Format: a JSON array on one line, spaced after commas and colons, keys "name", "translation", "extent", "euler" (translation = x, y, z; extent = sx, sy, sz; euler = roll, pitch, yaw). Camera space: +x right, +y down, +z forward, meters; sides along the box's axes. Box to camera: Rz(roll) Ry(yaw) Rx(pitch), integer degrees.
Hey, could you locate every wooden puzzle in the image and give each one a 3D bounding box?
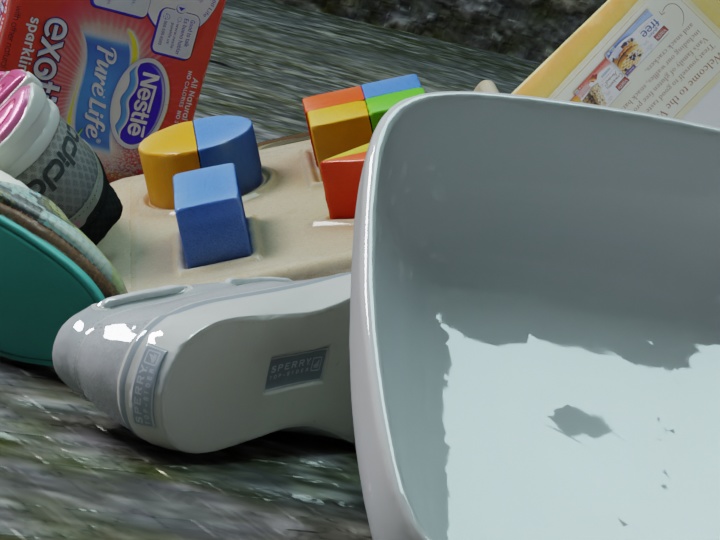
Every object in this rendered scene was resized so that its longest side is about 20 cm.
[{"name": "wooden puzzle", "translation": [-0.029, -0.037, 1.146], "extent": [0.200, 0.046, 0.185], "euler": [-16, 19, 0]}]

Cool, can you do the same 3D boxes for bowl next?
[{"name": "bowl", "translation": [0.087, 0.042, 0.898], "extent": [0.199, 0.075, 0.200], "euler": [9, 53, -14]}]

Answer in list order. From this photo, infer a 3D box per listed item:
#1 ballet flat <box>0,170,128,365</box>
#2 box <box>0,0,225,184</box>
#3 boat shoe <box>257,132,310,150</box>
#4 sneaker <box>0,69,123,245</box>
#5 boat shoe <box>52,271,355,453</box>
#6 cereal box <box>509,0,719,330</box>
[{"name": "ballet flat", "translation": [-0.177, -0.017, 1.050], "extent": [0.200, 0.069, 0.071], "euler": [14, 24, 8]}, {"name": "box", "translation": [-0.127, -0.107, 1.274], "extent": [0.100, 0.200, 0.095], "euler": [13, 11, -14]}, {"name": "boat shoe", "translation": [-0.023, -0.048, 1.490], "extent": [0.068, 0.072, 0.200], "euler": [-6, -4, 35]}, {"name": "sneaker", "translation": [-0.167, -0.032, 1.165], "extent": [0.087, 0.074, 0.200], "euler": [48, -25, -21]}, {"name": "boat shoe", "translation": [-0.039, 0.032, 1.027], "extent": [0.068, 0.072, 0.200], "euler": [21, 19, 31]}, {"name": "cereal box", "translation": [0.132, -0.002, 1.002], "extent": [0.200, 0.144, 0.040], "euler": [51, 14, 17]}]
